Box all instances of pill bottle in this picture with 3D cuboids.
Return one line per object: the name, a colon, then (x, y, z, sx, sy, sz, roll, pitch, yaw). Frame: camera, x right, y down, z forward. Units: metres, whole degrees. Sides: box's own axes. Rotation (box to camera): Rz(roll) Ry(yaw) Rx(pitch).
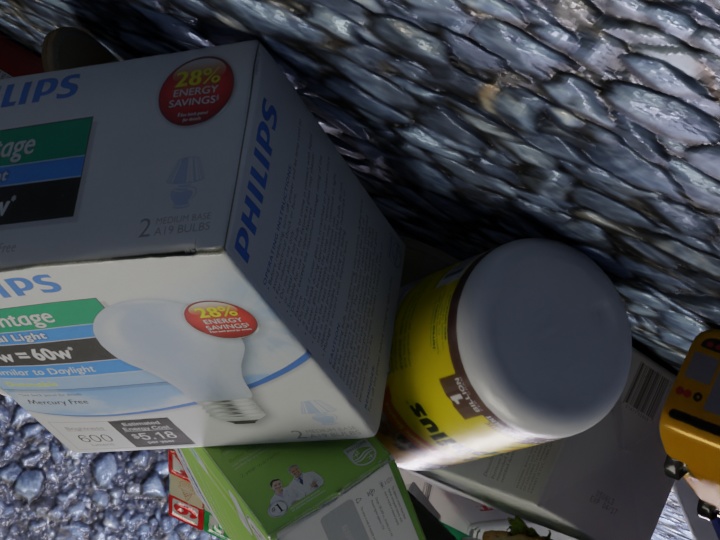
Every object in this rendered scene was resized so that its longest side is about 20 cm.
pill bottle: (0.057, 0.054, 1.118, 0.109, 0.109, 0.200, 29, 156, -19)

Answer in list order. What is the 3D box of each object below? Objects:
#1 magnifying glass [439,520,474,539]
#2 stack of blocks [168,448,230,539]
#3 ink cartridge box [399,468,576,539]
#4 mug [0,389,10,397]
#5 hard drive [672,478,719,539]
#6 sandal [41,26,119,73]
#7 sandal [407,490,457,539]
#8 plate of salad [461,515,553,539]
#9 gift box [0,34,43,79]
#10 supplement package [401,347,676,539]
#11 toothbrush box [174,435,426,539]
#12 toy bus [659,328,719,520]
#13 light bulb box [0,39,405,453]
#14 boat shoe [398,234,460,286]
magnifying glass: (0.039, 0.186, 1.365, 0.200, 0.022, 0.080, 47, 129, -7)
stack of blocks: (-0.064, 0.083, 1.408, 0.058, 0.200, 0.115, 23, 142, 13)
ink cartridge box: (0.112, 0.180, 1.498, 0.145, 0.085, 0.200, -3, -157, -17)
mug: (-0.188, 0.006, 1.292, 0.176, 0.200, 0.148, 62, -158, 10)
hard drive: (0.267, 0.215, 1.404, 0.132, 0.025, 0.200, 44, -156, -62)
sandal: (-0.098, -0.074, 1.120, 0.069, 0.078, 0.212, -15, 139, 18)
sandal: (0.055, 0.200, 1.269, 0.200, 0.045, 0.075, 46, 172, 29)
plate of salad: (0.159, 0.212, 1.280, 0.200, 0.048, 0.200, 26, 179, 1)
gift box: (-0.329, -0.097, 1.240, 0.200, 0.185, 0.187, 34, 158, -25)
supplement package: (0.102, 0.095, 1.299, 0.200, 0.120, 0.121, 15, 168, 47)
toothbrush box: (-0.044, 0.122, 1.158, 0.200, 0.086, 0.146, 43, 160, 47)
toy bus: (0.230, 0.105, 1.155, 0.065, 0.078, 0.200, 20, 169, 26)
light bulb box: (-0.106, -0.004, 1.038, 0.198, 0.125, 0.200, -6, 148, 23)
boat shoe: (-0.001, 0.002, 1.242, 0.199, 0.075, 0.066, 11, -164, 1)
